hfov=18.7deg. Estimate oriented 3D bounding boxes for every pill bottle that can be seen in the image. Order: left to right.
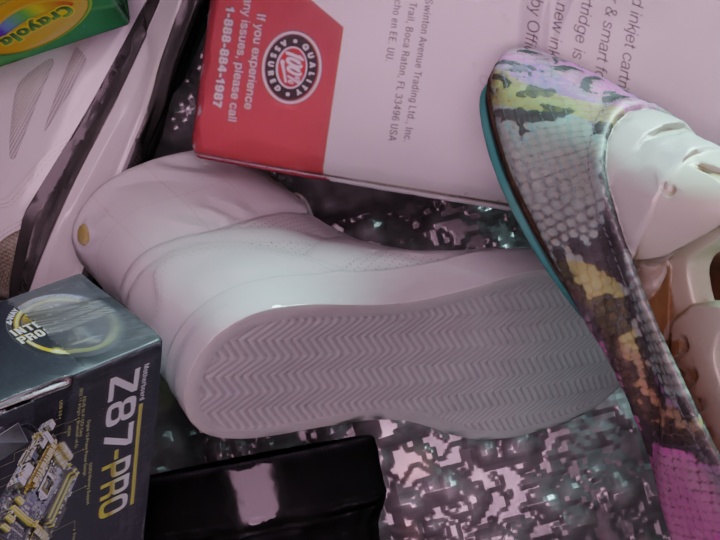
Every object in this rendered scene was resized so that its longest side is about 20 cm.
[{"bbox_3d":[-0.019,0.161,0.731,0.111,0.112,0.201,-10,88,-2],"label":"pill bottle"}]

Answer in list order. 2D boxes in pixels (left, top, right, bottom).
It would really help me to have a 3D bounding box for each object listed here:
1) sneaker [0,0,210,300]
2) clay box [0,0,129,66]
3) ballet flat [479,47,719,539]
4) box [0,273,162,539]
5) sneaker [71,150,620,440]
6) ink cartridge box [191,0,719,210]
[{"bbox_3d":[-0.114,-0.090,0.761,0.115,0.076,0.201,22,89,-2],"label":"sneaker"},{"bbox_3d":[-0.182,-0.109,0.740,0.199,0.048,0.115,-17,60,12],"label":"clay box"},{"bbox_3d":[0.102,0.014,0.641,0.069,0.071,0.201,-11,75,-41],"label":"ballet flat"},{"bbox_3d":[-0.139,0.115,0.648,0.161,0.201,0.049,-21,42,-38],"label":"box"},{"bbox_3d":[0.000,0.000,0.752,0.200,0.116,0.074,4,119,-39],"label":"sneaker"},{"bbox_3d":[0.056,-0.098,0.723,0.199,0.083,0.147,10,102,2],"label":"ink cartridge box"}]
